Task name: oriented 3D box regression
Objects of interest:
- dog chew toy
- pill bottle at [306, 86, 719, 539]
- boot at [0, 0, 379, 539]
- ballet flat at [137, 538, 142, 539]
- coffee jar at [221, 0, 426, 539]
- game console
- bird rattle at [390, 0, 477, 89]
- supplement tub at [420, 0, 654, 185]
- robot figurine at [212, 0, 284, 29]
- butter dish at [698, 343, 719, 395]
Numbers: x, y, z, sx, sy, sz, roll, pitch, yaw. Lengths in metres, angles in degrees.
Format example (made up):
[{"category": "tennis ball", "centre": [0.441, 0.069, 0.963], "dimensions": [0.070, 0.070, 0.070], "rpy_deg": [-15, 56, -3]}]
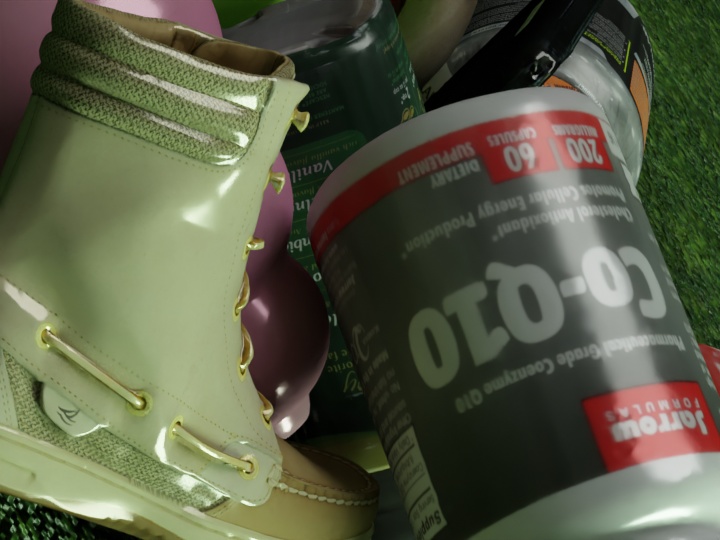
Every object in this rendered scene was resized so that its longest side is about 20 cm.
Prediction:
[{"category": "dog chew toy", "centre": [-0.081, -0.025, 1.039], "dimensions": [0.201, 0.124, 0.125], "rpy_deg": [58, 17, -11]}, {"category": "pill bottle", "centre": [0.064, 0.051, 1.008], "dimensions": [0.114, 0.113, 0.201], "rpy_deg": [18, 48, -60]}, {"category": "boot", "centre": [-0.047, 0.007, 0.957], "dimensions": [0.199, 0.156, 0.073], "rpy_deg": [21, 4, -40]}, {"category": "ballet flat", "centre": [0.008, 0.148, 1.008], "dimensions": [0.200, 0.067, 0.067], "rpy_deg": [53, 20, 0]}, {"category": "coffee jar", "centre": [0.000, 0.000, 1.141], "dimensions": [0.104, 0.085, 0.201], "rpy_deg": [-85, 157, -74]}, {"category": "game console", "centre": [0.069, -0.027, 1.301], "dimensions": [0.116, 0.176, 0.200], "rpy_deg": [45, 22, -5]}, {"category": "bird rattle", "centre": [0.014, -0.149, 1.371], "dimensions": [0.199, 0.164, 0.112], "rpy_deg": [21, 4, 31]}, {"category": "supplement tub", "centre": [0.087, -0.079, 1.530], "dimensions": [0.123, 0.122, 0.200], "rpy_deg": [50, 18, -9]}, {"category": "robot figurine", "centre": [-0.057, -0.120, 1.264], "dimensions": [0.175, 0.115, 0.201], "rpy_deg": [36, 24, -43]}, {"category": "butter dish", "centre": [0.184, 0.113, 1.373], "dimensions": [0.200, 0.148, 0.200], "rpy_deg": [37, 23, -40]}]
